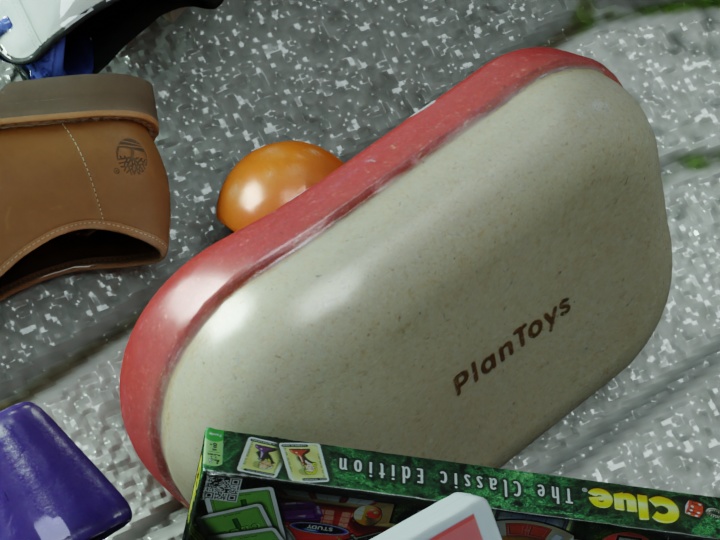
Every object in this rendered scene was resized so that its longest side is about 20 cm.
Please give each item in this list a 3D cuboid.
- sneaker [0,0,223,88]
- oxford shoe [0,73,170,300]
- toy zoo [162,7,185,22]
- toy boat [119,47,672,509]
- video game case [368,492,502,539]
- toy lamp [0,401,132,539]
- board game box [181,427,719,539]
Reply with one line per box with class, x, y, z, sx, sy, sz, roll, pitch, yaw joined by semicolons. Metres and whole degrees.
sneaker;-0.129;-0.120;1.019;0.199;0.081;0.115;6;82;4
oxford shoe;-0.157;-0.014;0.983;0.200;0.071;0.071;-10;75;-16
toy zoo;-0.057;-0.206;1.084;0.131;0.020;0.200;38;82;7
toy boat;0.000;0.000;0.992;0.200;0.131;0.131;-35;46;-24
video game case;0.010;0.186;0.886;0.143;0.017;0.200;-27;105;-25
toy lamp;-0.069;0.134;0.914;0.058;0.058;0.200;-28;84;-21
board game box;0.041;0.104;0.945;0.200;0.105;0.023;8;45;-7
